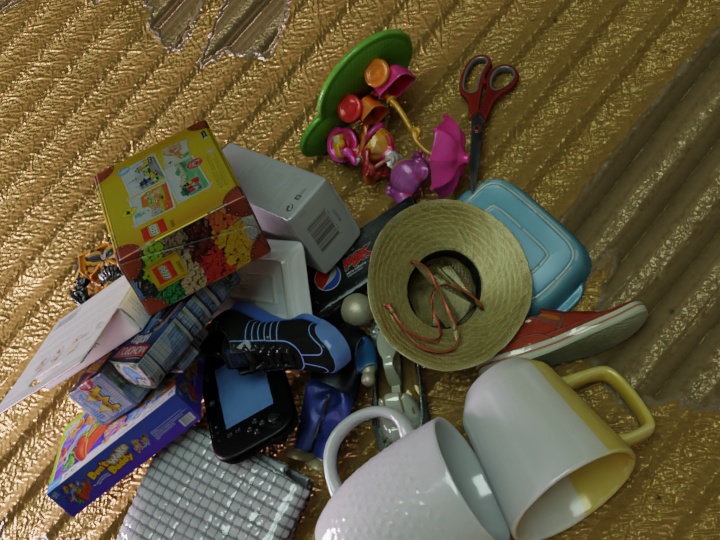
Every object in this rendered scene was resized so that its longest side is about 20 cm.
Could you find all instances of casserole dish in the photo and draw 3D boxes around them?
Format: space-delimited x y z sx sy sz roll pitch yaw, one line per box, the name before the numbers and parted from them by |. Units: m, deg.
casserole dish | 0.178 -0.030 1.196 0.121 0.039 0.200 -44 63 -2

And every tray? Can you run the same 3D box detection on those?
tray | -0.135 0.016 1.217 0.198 0.022 0.109 5 106 44

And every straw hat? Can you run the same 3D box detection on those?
straw hat | 0.090 0.028 1.153 0.197 0.085 0.204 3 67 -8

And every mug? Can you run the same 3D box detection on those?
mug | 0.035 0.241 1.079 0.174 0.147 0.202 -33 69 13
mug | 0.196 0.177 1.078 0.150 0.185 0.154 -57 49 30

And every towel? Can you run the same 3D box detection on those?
towel | -0.161 0.280 1.165 0.198 0.086 0.168 19 75 24

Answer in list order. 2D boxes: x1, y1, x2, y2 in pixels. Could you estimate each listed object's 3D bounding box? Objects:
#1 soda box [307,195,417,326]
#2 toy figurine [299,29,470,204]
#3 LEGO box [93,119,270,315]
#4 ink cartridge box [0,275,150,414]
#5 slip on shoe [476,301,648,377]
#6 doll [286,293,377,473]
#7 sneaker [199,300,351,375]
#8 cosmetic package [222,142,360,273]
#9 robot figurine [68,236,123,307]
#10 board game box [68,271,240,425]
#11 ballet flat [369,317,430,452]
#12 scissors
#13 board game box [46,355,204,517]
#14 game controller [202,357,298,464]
soda box | 0.000 0.000 1.226 0.198 0.063 0.071 -32 63 3
toy figurine | 0.043 -0.154 1.243 0.200 0.149 0.185 -48 69 21
LEGO box | -0.200 -0.064 1.124 0.147 0.078 0.201 -27 38 -4
ink cartridge box | -0.315 0.089 1.156 0.199 0.044 0.175 -30 26 36
slip on shoe | 0.218 0.067 1.131 0.197 0.074 0.062 -19 62 15
doll | -0.032 0.123 1.174 0.135 0.048 0.203 15 87 46
sneaker | -0.101 0.089 1.144 0.198 0.071 0.078 9 38 42
cosmetic package | -0.101 -0.078 1.230 0.074 0.102 0.199 -48 44 -16
robot figurine | -0.307 0.042 1.311 0.143 0.058 0.203 -22 66 8
board game box | -0.234 0.083 1.159 0.201 0.062 0.199 -54 22 -21
ballet flat | 0.039 0.133 1.162 0.071 0.072 0.204 -10 68 14
scissors | 0.139 -0.184 1.263 0.072 0.014 0.202 15 67 17
board game box | -0.272 0.180 1.200 0.199 0.045 0.135 -38 24 11
game controller | -0.133 0.140 1.183 0.103 0.043 0.201 -22 34 -2
